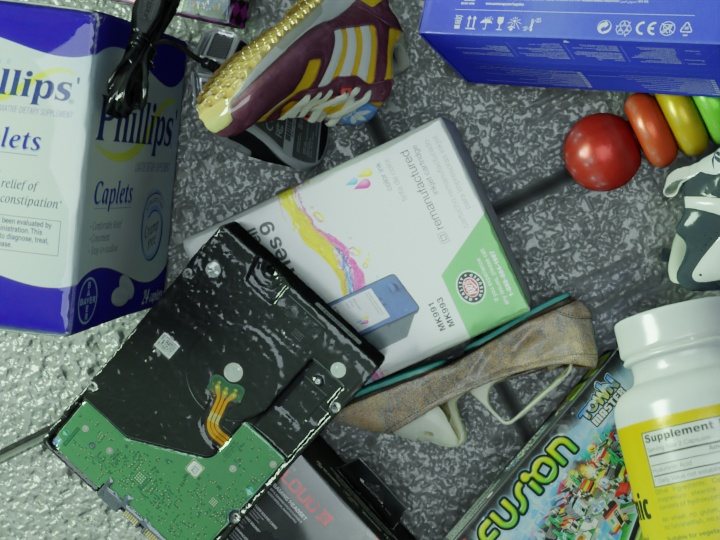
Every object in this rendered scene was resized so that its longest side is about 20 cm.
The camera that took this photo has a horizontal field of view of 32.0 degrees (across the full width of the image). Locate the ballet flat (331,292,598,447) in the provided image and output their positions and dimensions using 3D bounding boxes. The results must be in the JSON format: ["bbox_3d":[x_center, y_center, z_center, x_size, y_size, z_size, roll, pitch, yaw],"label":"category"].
[{"bbox_3d":[0.075,0.084,0.879,0.200,0.068,0.067,-25,83,9],"label":"ballet flat"}]

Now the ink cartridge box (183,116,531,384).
[{"bbox_3d":[0.000,0.000,0.873,0.200,0.088,0.146,-24,92,10],"label":"ink cartridge box"}]

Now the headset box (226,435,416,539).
[{"bbox_3d":[-0.054,0.217,0.902,0.200,0.077,0.149,-42,89,9],"label":"headset box"}]

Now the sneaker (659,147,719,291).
[{"bbox_3d":[0.276,-0.005,0.853,0.129,0.080,0.199,-18,125,36],"label":"sneaker"}]

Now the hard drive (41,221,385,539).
[{"bbox_3d":[-0.099,0.086,0.835,0.140,0.038,0.200,41,102,3],"label":"hard drive"}]

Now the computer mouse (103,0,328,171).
[{"bbox_3d":[-0.092,-0.119,0.836,0.044,0.200,0.110,-7,68,33],"label":"computer mouse"}]

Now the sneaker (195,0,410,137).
[{"bbox_3d":[-0.025,-0.126,0.817,0.075,0.200,0.090,-20,112,43],"label":"sneaker"}]

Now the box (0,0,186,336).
[{"bbox_3d":[-0.199,-0.070,0.840,0.105,0.184,0.200,6,96,8],"label":"box"}]

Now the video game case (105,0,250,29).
[{"bbox_3d":[-0.155,-0.276,0.874,0.200,0.036,0.182,14,96,17],"label":"video game case"}]

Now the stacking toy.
[{"bbox_3d":[0.233,-0.110,0.847,0.200,0.085,0.085,-27,91,14],"label":"stacking toy"}]

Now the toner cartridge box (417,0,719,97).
[{"bbox_3d":[0.147,-0.150,0.804,0.200,0.095,0.043,8,82,27],"label":"toner cartridge box"}]

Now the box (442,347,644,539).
[{"bbox_3d":[0.151,0.164,0.868,0.110,0.035,0.200,42,81,1],"label":"box"}]

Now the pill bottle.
[{"bbox_3d":[0.226,0.122,0.803,0.111,0.111,0.200,-13,77,7],"label":"pill bottle"}]
